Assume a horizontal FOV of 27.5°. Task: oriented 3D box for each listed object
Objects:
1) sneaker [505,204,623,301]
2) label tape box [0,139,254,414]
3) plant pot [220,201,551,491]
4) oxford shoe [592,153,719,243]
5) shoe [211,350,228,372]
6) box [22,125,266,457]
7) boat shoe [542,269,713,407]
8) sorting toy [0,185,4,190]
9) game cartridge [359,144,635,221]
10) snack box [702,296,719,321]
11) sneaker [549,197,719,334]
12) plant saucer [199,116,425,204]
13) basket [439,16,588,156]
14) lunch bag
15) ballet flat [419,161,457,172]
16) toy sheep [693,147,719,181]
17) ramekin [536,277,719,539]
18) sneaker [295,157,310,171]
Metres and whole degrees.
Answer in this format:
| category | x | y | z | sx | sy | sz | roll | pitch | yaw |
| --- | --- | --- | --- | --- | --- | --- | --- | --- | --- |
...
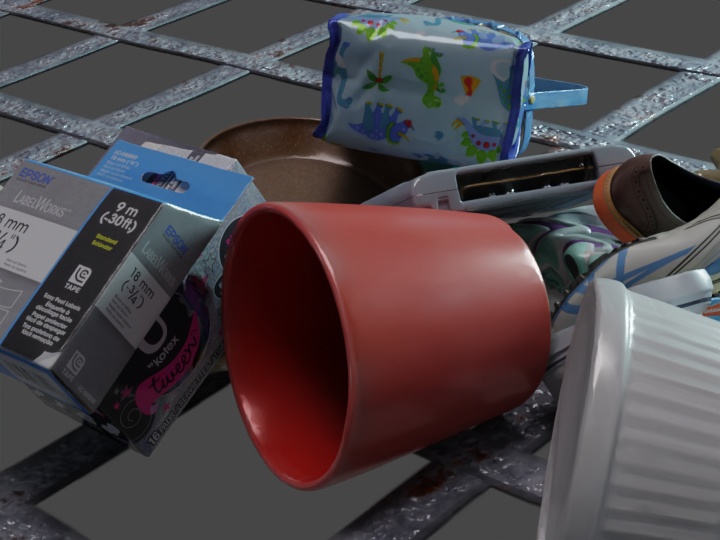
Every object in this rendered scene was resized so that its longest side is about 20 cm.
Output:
| category | x | y | z | sx | sy | sz | roll | pitch | yaw |
| --- | --- | --- | --- | --- | --- | --- | --- | --- | --- |
| sneaker | 0.211 | -0.011 | 1.186 | 0.139 | 0.078 | 0.200 | -20 | 31 | -25 |
| label tape box | -0.188 | -0.019 | 1.003 | 0.144 | 0.063 | 0.201 | 17 | 65 | 35 |
| plant pot | 0.022 | 0.041 | 1.021 | 0.176 | 0.202 | 0.200 | -8 | 25 | -28 |
| oxford shoe | 0.270 | -0.018 | 1.102 | 0.199 | 0.073 | 0.071 | 31 | 62 | -12 |
| shoe | -0.149 | 0.045 | 1.184 | 0.199 | 0.053 | 0.070 | 19 | 80 | 43 |
| box | -0.165 | 0.011 | 1.090 | 0.132 | 0.115 | 0.200 | 18 | 65 | 39 |
| boat shoe | 0.180 | 0.055 | 0.975 | 0.073 | 0.067 | 0.200 | -13 | -12 | -18 |
| sorting toy | -0.385 | 0.009 | 1.271 | 0.179 | 0.107 | 0.200 | -24 | 26 | 6 |
| game cartridge | 0.101 | -0.059 | 1.156 | 0.199 | 0.042 | 0.133 | -10 | -1 | -25 |
| snack box | 0.303 | 0.040 | 1.043 | 0.199 | 0.037 | 0.116 | -9 | -16 | -6 |
| sneaker | 0.222 | 0.004 | 1.038 | 0.199 | 0.073 | 0.072 | -31 | -13 | 24 |
| plant saucer | -0.043 | -0.071 | 1.255 | 0.199 | 0.037 | 0.201 | 5 | 33 | -3 |
| basket | 0.106 | -0.182 | 1.472 | 0.176 | 0.140 | 0.199 | 16 | 23 | 41 |
| lunch bag | 0.059 | -0.157 | 1.261 | 0.169 | 0.128 | 0.200 | 11 | 16 | 5 |
| ballet flat | 0.031 | -0.093 | 1.394 | 0.074 | 0.075 | 0.199 | -26 | 33 | -34 |
| toy sheep | 0.366 | -0.081 | 1.235 | 0.199 | 0.139 | 0.138 | -7 | 27 | -12 |
| ramekin | 0.160 | 0.110 | 0.845 | 0.094 | 0.203 | 0.203 | 11 | 29 | 4 |
| sneaker | -0.100 | -0.057 | 1.337 | 0.088 | 0.075 | 0.200 | 12 | 32 | 28 |
